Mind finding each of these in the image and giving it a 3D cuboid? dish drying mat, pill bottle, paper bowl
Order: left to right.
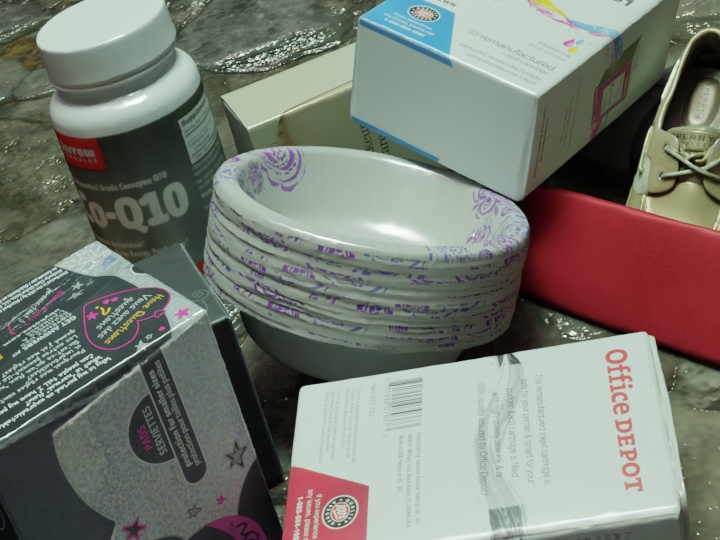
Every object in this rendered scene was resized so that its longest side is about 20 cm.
[{"bbox_3d":[-0.160,-0.092,1.080,0.112,0.202,0.114,-12,32,7],"label":"pill bottle"},{"bbox_3d":[0.000,0.000,0.919,0.198,0.106,0.201,10,21,-4],"label":"paper bowl"},{"bbox_3d":[0.177,0.003,0.908,0.018,0.078,0.199,-4,17,-44],"label":"dish drying mat"}]

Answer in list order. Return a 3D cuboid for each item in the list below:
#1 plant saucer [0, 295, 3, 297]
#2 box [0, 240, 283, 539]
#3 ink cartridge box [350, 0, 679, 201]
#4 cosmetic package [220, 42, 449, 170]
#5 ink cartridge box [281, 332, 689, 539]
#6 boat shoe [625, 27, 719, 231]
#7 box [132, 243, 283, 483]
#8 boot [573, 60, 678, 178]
[{"bbox_3d":[-0.259,0.068,1.003,0.197,0.038,0.201,-5,26,2],"label":"plant saucer"},{"bbox_3d":[-0.125,0.112,0.750,0.131,0.202,0.114,-33,37,-25],"label":"box"},{"bbox_3d":[0.108,-0.151,1.006,0.143,0.086,0.200,28,44,25],"label":"ink cartridge box"},{"bbox_3d":[0.004,-0.115,1.135,0.198,0.105,0.073,-25,33,-12],"label":"cosmetic package"},{"bbox_3d":[0.067,0.118,0.765,0.197,0.084,0.146,-10,32,10],"label":"ink cartridge box"},{"bbox_3d":[0.213,-0.068,0.959,0.071,0.065,0.202,10,59,15],"label":"boat shoe"},{"bbox_3d":[-0.163,0.092,0.873,0.198,0.124,0.106,-25,33,-12],"label":"box"},{"bbox_3d":[0.216,-0.142,1.110,0.131,0.071,0.199,18,44,40],"label":"boot"}]
